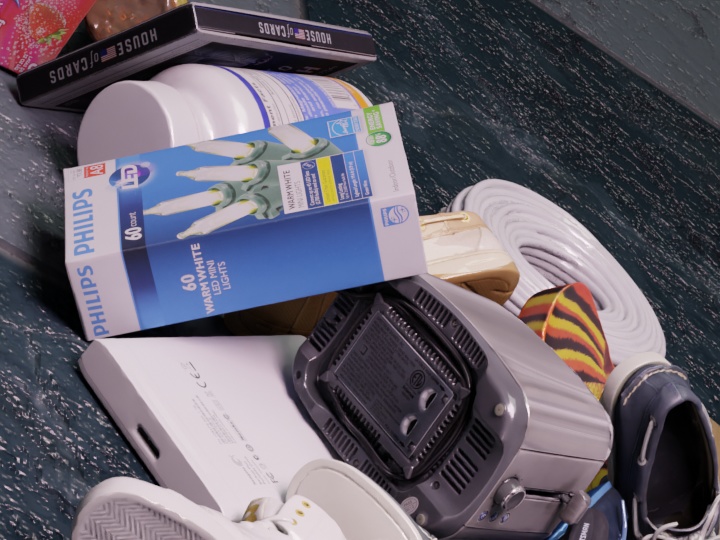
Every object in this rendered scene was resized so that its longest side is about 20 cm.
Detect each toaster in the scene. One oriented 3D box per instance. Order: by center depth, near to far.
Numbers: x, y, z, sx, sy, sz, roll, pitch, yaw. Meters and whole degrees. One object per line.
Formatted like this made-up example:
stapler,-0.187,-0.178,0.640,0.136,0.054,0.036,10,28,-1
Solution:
toaster,0.053,0.076,1.388,0.129,0.114,0.200,19,21,-49

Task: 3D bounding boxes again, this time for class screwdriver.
screwdriver,0.108,0.190,1.302,0.029,0.028,0.200,36,31,-1

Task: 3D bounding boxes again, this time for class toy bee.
toy bee,0.148,0.114,1.542,0.108,0.131,0.200,-33,79,-36

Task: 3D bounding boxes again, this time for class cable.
cable,0.135,0.021,1.725,0.200,0.069,0.200,37,23,-2

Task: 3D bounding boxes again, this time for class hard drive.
hard drive,-0.059,0.092,1.362,0.132,0.027,0.200,51,25,23

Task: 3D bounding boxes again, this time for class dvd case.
dvd case,-0.104,-0.132,1.549,0.199,0.150,0.025,2,72,-56

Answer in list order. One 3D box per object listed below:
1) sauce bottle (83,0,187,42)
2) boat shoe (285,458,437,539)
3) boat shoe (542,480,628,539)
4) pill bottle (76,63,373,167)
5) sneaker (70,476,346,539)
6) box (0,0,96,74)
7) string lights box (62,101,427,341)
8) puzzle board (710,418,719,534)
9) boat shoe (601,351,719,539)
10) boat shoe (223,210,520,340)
sauce bottle,-0.149,-0.181,1.626,0.066,0.066,0.200,39,7,-4
boat shoe,0.033,0.186,1.291,0.200,0.073,0.062,51,16,12
boat shoe,0.115,0.198,1.404,0.069,0.084,0.200,48,39,-1
pill bottle,-0.082,-0.073,1.507,0.199,0.112,0.112,-1,47,-52
sneaker,-0.068,0.148,1.202,0.200,0.074,0.116,41,19,-26
box,-0.198,-0.235,1.507,0.095,0.200,0.100,23,28,-32
string lights box,-0.068,-0.028,1.367,0.103,0.199,0.059,-102,-179,-55
puzzle board,0.244,0.151,1.745,0.151,0.017,0.200,40,23,-4
boat shoe,0.198,0.146,1.491,0.074,0.201,0.062,-17,31,-18
boat shoe,0.000,0.000,1.496,0.199,0.074,0.069,-5,53,-26
